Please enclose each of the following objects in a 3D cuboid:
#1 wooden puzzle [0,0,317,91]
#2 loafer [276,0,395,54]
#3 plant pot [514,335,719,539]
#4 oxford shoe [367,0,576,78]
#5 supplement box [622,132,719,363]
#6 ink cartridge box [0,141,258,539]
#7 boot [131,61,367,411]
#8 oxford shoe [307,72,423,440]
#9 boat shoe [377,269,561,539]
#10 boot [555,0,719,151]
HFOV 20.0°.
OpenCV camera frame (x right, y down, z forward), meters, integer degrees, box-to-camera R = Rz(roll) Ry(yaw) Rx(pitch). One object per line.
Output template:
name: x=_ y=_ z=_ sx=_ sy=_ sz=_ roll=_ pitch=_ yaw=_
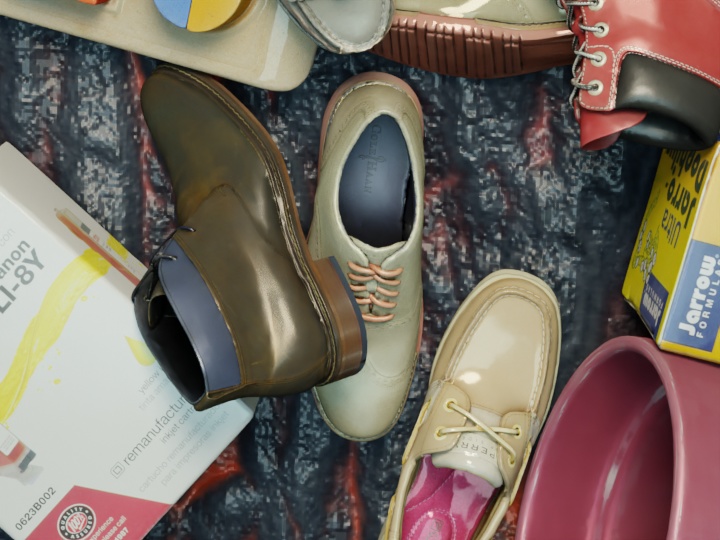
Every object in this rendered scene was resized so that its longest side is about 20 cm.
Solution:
wooden puzzle: x=-0.105 y=-0.202 z=1.048 sx=0.198 sy=0.046 sz=0.187 roll=15 pitch=104 yaw=4
loafer: x=-0.031 y=-0.196 z=0.989 sx=0.071 sy=0.063 sz=0.202 roll=-19 pitch=107 yaw=-3
plant pot: x=0.198 y=0.149 z=1.073 sx=0.177 sy=0.200 sz=0.202 roll=12 pitch=102 yaw=-17
oxford shoe: x=0.082 y=-0.144 z=1.077 sx=0.198 sy=0.071 sz=0.075 roll=3 pitch=79 yaw=0
supplement box: x=0.252 y=0.000 z=1.063 sx=0.198 sy=0.109 sz=0.111 roll=14 pitch=102 yaw=-6
ink cartridge box: x=-0.173 y=0.053 z=1.106 sx=0.200 sy=0.083 sz=0.145 roll=42 pitch=100 yaw=-7
boot: x=-0.083 y=-0.020 z=1.052 sx=0.201 sy=0.096 sz=0.075 roll=57 pitch=142 yaw=18
oxford shoe: x=0.000 y=0.000 z=1.086 sx=0.070 sy=0.074 sz=0.202 roll=-1 pitch=104 yaw=-2
boat shoe: x=0.062 y=0.100 z=1.116 sx=0.073 sy=0.069 sz=0.202 roll=17 pitch=102 yaw=-2
boot: x=0.101 y=-0.143 z=1.006 sx=0.199 sy=0.072 sz=0.145 roll=26 pitch=75 yaw=3
